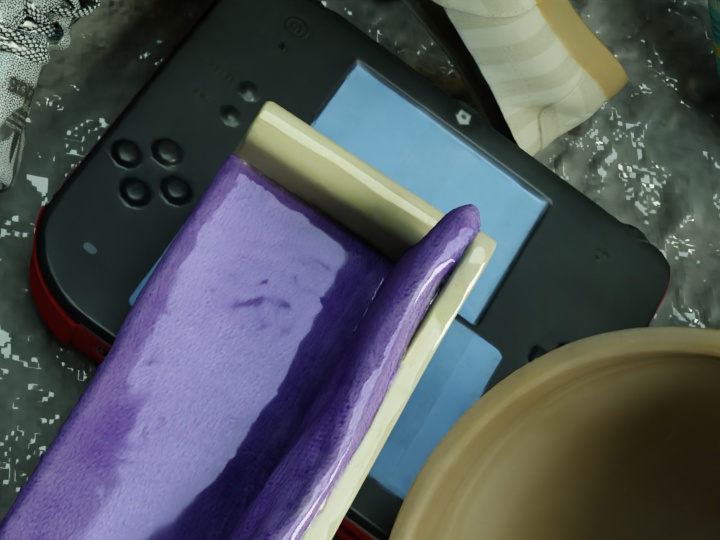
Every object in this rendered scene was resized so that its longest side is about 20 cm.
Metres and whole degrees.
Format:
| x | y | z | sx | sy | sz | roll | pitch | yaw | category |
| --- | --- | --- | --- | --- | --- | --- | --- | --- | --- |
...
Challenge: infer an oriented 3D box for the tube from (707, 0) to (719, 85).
| x | y | z | sx | sy | sz | roll | pitch | yaw | category |
| --- | --- | --- | --- | --- | --- | --- | --- | --- | --- |
| 0.151 | -0.150 | 0.813 | 0.050 | 0.201 | 0.077 | -26 | 32 | -17 | tube |

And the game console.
| x | y | z | sx | sy | sz | roll | pitch | yaw | category |
| --- | --- | --- | --- | --- | --- | --- | --- | --- | --- |
| 0.000 | 0.000 | 0.737 | 0.199 | 0.031 | 0.177 | 36 | 58 | -3 | game console |

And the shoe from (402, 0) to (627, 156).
| x | y | z | sx | sy | sz | roll | pitch | yaw | category |
| --- | --- | --- | --- | --- | --- | --- | --- | --- | --- |
| 0.034 | -0.105 | 0.747 | 0.200 | 0.053 | 0.070 | 44 | 5 | -46 | shoe |

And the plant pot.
| x | y | z | sx | sy | sz | roll | pitch | yaw | category |
| --- | --- | --- | --- | --- | --- | --- | --- | --- | --- |
| 0.110 | 0.119 | 0.641 | 0.092 | 0.200 | 0.202 | 8 | 53 | -56 | plant pot |

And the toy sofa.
| x | y | z | sx | sy | sz | roll | pitch | yaw | category |
| --- | --- | --- | --- | --- | --- | --- | --- | --- | --- |
| -0.045 | 0.051 | 0.624 | 0.082 | 0.098 | 0.201 | 32 | 68 | -4 | toy sofa |

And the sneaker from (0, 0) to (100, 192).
| x | y | z | sx | sy | sz | roll | pitch | yaw | category |
| --- | --- | --- | --- | --- | --- | --- | --- | --- | --- |
| -0.102 | -0.086 | 0.689 | 0.198 | 0.075 | 0.115 | -7 | 81 | 9 | sneaker |
